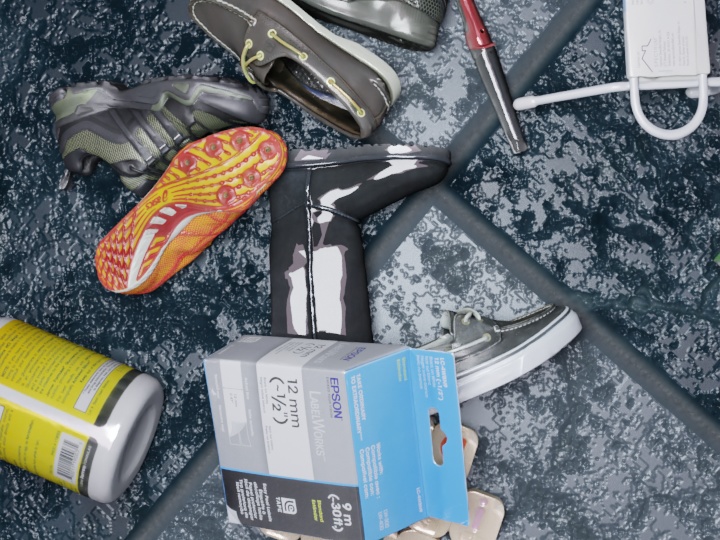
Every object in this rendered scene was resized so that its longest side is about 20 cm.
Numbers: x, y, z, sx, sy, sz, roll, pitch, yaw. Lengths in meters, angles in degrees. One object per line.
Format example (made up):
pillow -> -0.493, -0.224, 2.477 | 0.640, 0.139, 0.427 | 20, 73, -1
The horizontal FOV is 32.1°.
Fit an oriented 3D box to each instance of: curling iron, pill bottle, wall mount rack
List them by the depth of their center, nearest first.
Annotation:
wall mount rack -> 0.213, -0.203, 1.027 | 0.171, 0.075, 0.203 | -3, 88, -3
pill bottle -> -0.276, 0.108, 1.058 | 0.198, 0.112, 0.114 | 22, 91, 7
curling iron -> 0.111, -0.198, 1.064 | 0.049, 0.026, 0.203 | -13, 87, 9

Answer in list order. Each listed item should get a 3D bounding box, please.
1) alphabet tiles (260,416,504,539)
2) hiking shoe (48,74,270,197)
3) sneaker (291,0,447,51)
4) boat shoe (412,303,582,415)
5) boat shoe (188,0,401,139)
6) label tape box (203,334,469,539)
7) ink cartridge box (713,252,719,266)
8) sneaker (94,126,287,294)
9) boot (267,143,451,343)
alphabet tiles -> 0.017, 0.209, 1.066 | 0.198, 0.015, 0.198 | 18, 98, 7
hiking shoe -> -0.170, -0.115, 1.079 | 0.197, 0.076, 0.102 | -2, 97, 16
sneaker -> -0.015, -0.269, 1.059 | 0.197, 0.076, 0.116 | 18, 89, 4
boat shoe -> 0.086, 0.065, 1.022 | 0.198, 0.072, 0.072 | -25, 90, -11
boat shoe -> -0.064, -0.181, 1.054 | 0.200, 0.072, 0.061 | 29, 60, 5
label tape box -> -0.020, 0.133, 0.981 | 0.198, 0.066, 0.145 | 3, 107, 32
ink cartridge box -> 0.406, -0.040, 0.997 | 0.146, 0.084, 0.201 | 39, 93, 6
sneaker -> -0.141, -0.054, 1.060 | 0.199, 0.077, 0.073 | -35, 79, 17
boot -> -0.001, 0.000, 1.052 | 0.162, 0.066, 0.203 | -2, 85, 15
